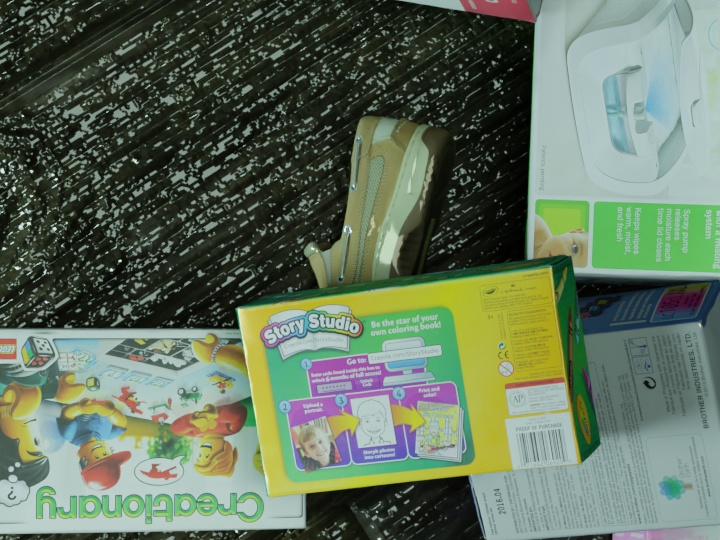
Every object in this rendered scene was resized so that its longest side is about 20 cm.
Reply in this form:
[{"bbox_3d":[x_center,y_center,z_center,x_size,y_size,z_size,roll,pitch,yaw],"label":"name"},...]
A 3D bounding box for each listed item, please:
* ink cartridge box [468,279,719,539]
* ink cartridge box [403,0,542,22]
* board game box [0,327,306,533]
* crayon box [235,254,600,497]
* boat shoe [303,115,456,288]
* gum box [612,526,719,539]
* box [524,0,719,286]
[{"bbox_3d":[0.135,0.090,1.357,0.200,0.076,0.137,-8,106,20],"label":"ink cartridge box"},{"bbox_3d":[0.022,-0.245,1.340,0.200,0.083,0.145,10,84,13],"label":"ink cartridge box"},{"bbox_3d":[-0.133,0.099,1.356,0.200,0.035,0.126,0,89,-14],"label":"board game box"},{"bbox_3d":[0.034,0.063,1.302,0.200,0.058,0.119,-8,95,17],"label":"crayon box"},{"bbox_3d":[0.000,0.000,1.383,0.076,0.072,0.200,15,87,15],"label":"boat shoe"},{"bbox_3d":[0.266,0.223,1.433,0.200,0.066,0.114,5,86,-14],"label":"gum box"},{"bbox_3d":[0.196,-0.090,1.390,0.176,0.097,0.200,3,87,6],"label":"box"}]
